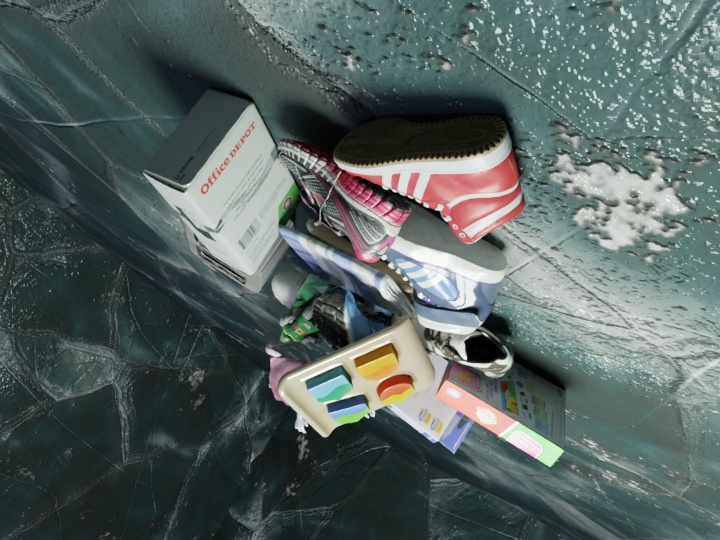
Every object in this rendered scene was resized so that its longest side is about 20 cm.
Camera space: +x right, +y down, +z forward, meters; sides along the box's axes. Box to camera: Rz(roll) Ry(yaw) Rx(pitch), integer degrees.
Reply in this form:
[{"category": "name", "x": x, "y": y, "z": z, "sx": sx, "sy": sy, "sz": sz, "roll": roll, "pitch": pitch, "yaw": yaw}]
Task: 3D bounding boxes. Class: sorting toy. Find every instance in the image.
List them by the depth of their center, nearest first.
[{"category": "sorting toy", "x": 0.005, "y": 0.160, "z": 0.818, "sx": 0.037, "sy": 0.197, "sz": 0.186, "roll": 64, "pitch": -177, "yaw": 40}, {"category": "sorting toy", "x": 0.000, "y": 0.000, "z": 0.887, "sx": 0.183, "sy": 0.037, "sz": 0.200, "roll": 31, "pitch": 173, "yaw": 6}]

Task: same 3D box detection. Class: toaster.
[{"category": "toaster", "x": -0.203, "y": -0.064, "z": 0.987, "sx": 0.198, "sy": 0.120, "sz": 0.181, "roll": 33, "pitch": 162, "yaw": -3}]

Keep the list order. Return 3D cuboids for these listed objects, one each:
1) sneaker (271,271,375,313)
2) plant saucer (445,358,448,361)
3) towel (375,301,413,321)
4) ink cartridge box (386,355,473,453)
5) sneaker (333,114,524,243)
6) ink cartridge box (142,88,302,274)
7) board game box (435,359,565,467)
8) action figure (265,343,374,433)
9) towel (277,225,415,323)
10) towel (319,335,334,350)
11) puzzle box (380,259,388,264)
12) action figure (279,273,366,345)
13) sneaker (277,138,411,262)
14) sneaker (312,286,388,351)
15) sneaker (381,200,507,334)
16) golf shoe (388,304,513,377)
[{"category": "sneaker", "x": -0.063, "y": 0.038, "z": 0.988, "sx": 0.197, "sy": 0.077, "sz": 0.081, "roll": 21, "pitch": 143, "yaw": 15}, {"category": "plant saucer", "x": 0.145, "y": 0.208, "z": 1.101, "sx": 0.197, "sy": 0.048, "sz": 0.200, "roll": 20, "pitch": 161, "yaw": 27}, {"category": "towel", "x": 0.034, "y": 0.063, "z": 1.038, "sx": 0.197, "sy": 0.049, "sz": 0.112, "roll": 28, "pitch": 160, "yaw": 13}, {"category": "ink cartridge box", "x": 0.102, "y": 0.194, "z": 0.964, "sx": 0.199, "sy": 0.120, "sz": 0.042, "roll": 36, "pitch": 159, "yaw": 9}, {"category": "sneaker", "x": 0.066, "y": -0.088, "z": 0.570, "sx": 0.198, "sy": 0.072, "sz": 0.113, "roll": 12, "pitch": 150, "yaw": 42}, {"category": "ink cartridge box", "x": -0.172, "y": -0.113, "z": 0.772, "sx": 0.082, "sy": 0.148, "sz": 0.201, "roll": 23, "pitch": 159, "yaw": 25}, {"category": "board game box", "x": 0.227, "y": 0.196, "z": 0.921, "sx": 0.198, "sy": 0.153, "sz": 0.041, "roll": 30, "pitch": 120, "yaw": 7}, {"category": "action figure", "x": -0.061, "y": 0.182, "z": 0.966, "sx": 0.132, "sy": 0.152, "sz": 0.199, "roll": -3, "pitch": 170, "yaw": -37}, {"category": "towel", "x": -0.018, "y": 0.007, "z": 0.830, "sx": 0.198, "sy": 0.024, "sz": 0.147, "roll": 26, "pitch": 167, "yaw": 30}, {"category": "towel", "x": -0.039, "y": 0.100, "z": 1.096, "sx": 0.200, "sy": 0.048, "sz": 0.171, "roll": 43, "pitch": -172, "yaw": 17}, {"category": "puzzle box", "x": 0.084, "y": -0.010, "z": 0.810, "sx": 0.198, "sy": 0.026, "sz": 0.133, "roll": 32, "pitch": 161, "yaw": 0}, {"category": "action figure", "x": -0.084, "y": 0.083, "z": 0.954, "sx": 0.118, "sy": 0.055, "sz": 0.199, "roll": 40, "pitch": 143, "yaw": -11}, {"category": "sneaker", "x": -0.035, "y": -0.087, "z": 0.652, "sx": 0.080, "sy": 0.076, "sz": 0.200, "roll": 5, "pitch": -151, "yaw": -49}, {"category": "sneaker", "x": -0.006, "y": 0.081, "z": 0.850, "sx": 0.078, "sy": 0.090, "sz": 0.201, "roll": 33, "pitch": 157, "yaw": 32}, {"category": "sneaker", "x": 0.070, "y": 0.009, "z": 0.718, "sx": 0.197, "sy": 0.081, "sz": 0.148, "roll": 24, "pitch": 131, "yaw": 7}, {"category": "golf shoe", "x": 0.134, "y": 0.094, "z": 0.865, "sx": 0.196, "sy": 0.079, "sz": 0.095, "roll": 17, "pitch": 169, "yaw": 13}]
